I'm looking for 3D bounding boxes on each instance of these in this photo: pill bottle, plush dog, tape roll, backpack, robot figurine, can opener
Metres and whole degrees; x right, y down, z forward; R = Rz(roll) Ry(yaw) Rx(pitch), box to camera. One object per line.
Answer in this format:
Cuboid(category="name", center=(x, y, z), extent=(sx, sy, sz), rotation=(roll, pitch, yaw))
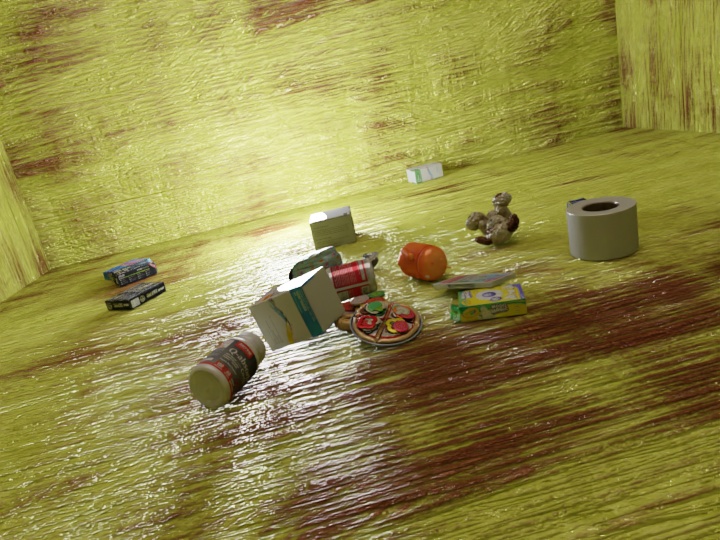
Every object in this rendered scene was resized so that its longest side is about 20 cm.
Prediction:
Cuboid(category="pill bottle", center=(-0.051, 0.037, 1.798), extent=(0.195, 0.115, 0.112), rotation=(-14, 17, -3))
Cuboid(category="plush dog", center=(0.497, -0.157, 2.010), extent=(0.199, 0.160, 0.173), rotation=(-36, 22, 25))
Cuboid(category="pill bottle", center=(-0.322, 0.238, 1.370), extent=(0.113, 0.118, 0.200), rotation=(-5, 19, 23))
Cuboid(category="tape roll", center=(0.735, -0.130, 1.684), extent=(0.198, 0.142, 0.203), rotation=(-12, 16, 4))
Cuboid(category="backpack", center=(-0.148, -0.004, 1.933), extent=(0.198, 0.128, 0.167), rotation=(-18, 16, 42))
Cuboid(category="robot figurine", center=(0.202, -0.029, 1.809), extent=(0.116, 0.146, 0.198), rotation=(-39, 27, -22))
Cuboid(category="can opener", center=(0.000, 0.000, 1.997), extent=(0.053, 0.068, 0.200), rotation=(6, 39, 46))

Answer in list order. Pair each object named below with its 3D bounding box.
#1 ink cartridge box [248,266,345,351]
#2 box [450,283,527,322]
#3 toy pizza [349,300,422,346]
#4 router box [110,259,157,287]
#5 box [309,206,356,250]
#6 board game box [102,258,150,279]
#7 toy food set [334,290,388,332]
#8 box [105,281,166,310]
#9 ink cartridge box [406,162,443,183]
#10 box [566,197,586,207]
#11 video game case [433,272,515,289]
Cuboid(category="ink cartridge box", center=(-0.176, 0.108, 1.544), extent=(0.197, 0.147, 0.147), rotation=(-22, 12, 29))
Cuboid(category="box", center=(0.334, 0.086, 1.473), extent=(0.195, 0.049, 0.118), rotation=(-11, 16, 13))
Cuboid(category="toy pizza", center=(0.067, 0.130, 1.473), extent=(0.195, 0.032, 0.202), rotation=(-2, 30, 1))
Cuboid(category="router box", center=(-1.129, 0.011, 2.763), extent=(0.197, 0.064, 0.149), rotation=(-24, 19, -31))
Cuboid(category="box", center=(-0.126, -0.198, 2.548), extent=(0.195, 0.134, 0.199), rotation=(-13, 17, 1))
Cuboid(category="board game box", center=(-1.229, -0.008, 2.925), extent=(0.149, 0.046, 0.199), rotation=(-2, 20, 32))
Cuboid(category="toy food set", center=(0.008, 0.121, 1.602), extent=(0.196, 0.050, 0.198), rotation=(-17, 18, -10))
Cuboid(category="box", center=(-0.957, 0.107, 2.363), extent=(0.158, 0.050, 0.200), rotation=(-2, 21, 28))
Cuboid(category="ink cartridge box", center=(0.412, -0.626, 3.548), extent=(0.196, 0.089, 0.145), rotation=(-19, 19, -12))
Cuboid(category="box", center=(0.809, -0.206, 1.992), extent=(0.068, 0.066, 0.201), rotation=(-12, 18, 5))
Cuboid(category="video game case", center=(0.333, 0.030, 1.619), extent=(0.197, 0.018, 0.141), rotation=(-4, 8, 45))
